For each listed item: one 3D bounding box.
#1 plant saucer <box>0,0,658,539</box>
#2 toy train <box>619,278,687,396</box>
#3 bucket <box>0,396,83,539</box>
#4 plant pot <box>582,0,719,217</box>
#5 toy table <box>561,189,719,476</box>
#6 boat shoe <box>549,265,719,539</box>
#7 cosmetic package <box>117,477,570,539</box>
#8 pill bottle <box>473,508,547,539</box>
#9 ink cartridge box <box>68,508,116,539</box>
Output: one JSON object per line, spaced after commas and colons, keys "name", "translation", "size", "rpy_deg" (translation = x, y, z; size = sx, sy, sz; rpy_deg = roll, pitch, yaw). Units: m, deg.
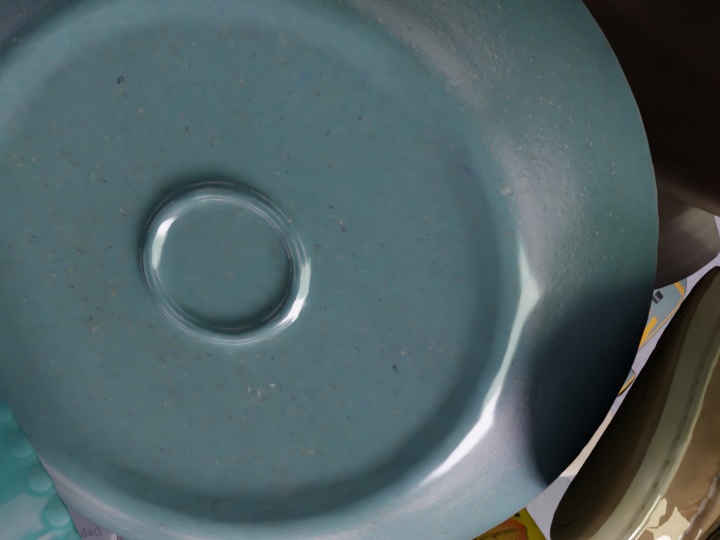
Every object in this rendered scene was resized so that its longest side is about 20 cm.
{"name": "plant saucer", "translation": [-0.029, -0.007, 0.721], "size": [0.200, 0.200, 0.036], "rpy_deg": [-44, -174, 25]}
{"name": "toy train", "translation": [0.063, 0.007, 1.066], "size": [0.114, 0.085, 0.200], "rpy_deg": [-45, 160, 2]}
{"name": "bucket", "translation": [-0.151, 0.090, 0.749], "size": [0.134, 0.208, 0.207], "rpy_deg": [-29, 159, -20]}
{"name": "plant pot", "translation": [0.112, -0.134, 0.701], "size": [0.175, 0.200, 0.200], "rpy_deg": [-49, 167, -24]}
{"name": "toy table", "translation": [0.000, 0.000, 0.833], "size": [0.117, 0.184, 0.201], "rpy_deg": [-31, 127, -26]}
{"name": "boat shoe", "translation": [0.100, 0.044, 0.774], "size": [0.073, 0.063, 0.201], "rpy_deg": [-58, 172, 12]}
{"name": "cosmetic package", "translation": [-0.019, 0.110, 1.091], "size": [0.199, 0.052, 0.151], "rpy_deg": [-10, 166, 14]}
{"name": "pill bottle", "translation": [-0.008, 0.082, 0.940], "size": [0.109, 0.200, 0.109], "rpy_deg": [-29, 160, -12]}
{"name": "ink cartridge box", "translation": [-0.100, 0.141, 0.932], "size": [0.057, 0.201, 0.163], "rpy_deg": [-16, 154, -25]}
